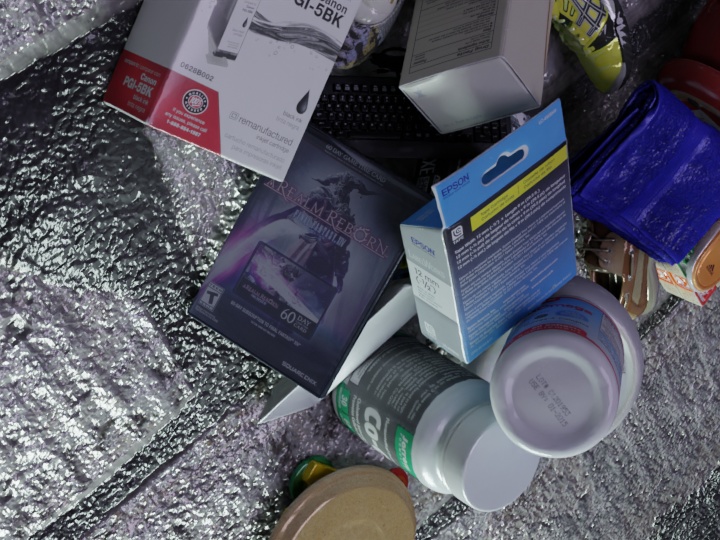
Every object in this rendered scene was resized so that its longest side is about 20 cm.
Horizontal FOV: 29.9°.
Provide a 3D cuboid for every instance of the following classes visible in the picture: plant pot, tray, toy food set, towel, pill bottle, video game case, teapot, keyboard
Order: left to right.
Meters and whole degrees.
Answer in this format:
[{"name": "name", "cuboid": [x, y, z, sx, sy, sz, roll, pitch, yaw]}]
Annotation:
[{"name": "video game case", "cuboid": [-0.044, -0.011, 1.160, 0.201, 0.142, 0.019, -61, 171, 13]}, {"name": "toy food set", "cuboid": [-0.021, 0.283, 1.366, 0.200, 0.049, 0.199, 30, 88, -41]}, {"name": "tray", "cuboid": [-0.009, 0.066, 1.233, 0.200, 0.022, 0.107, -44, 163, 24]}, {"name": "keyboard", "cuboid": [0.040, -0.152, 1.188, 0.199, 0.040, 0.105, 0, 74, -16]}, {"name": "pill bottle", "cuboid": [0.071, 0.141, 1.278, 0.113, 0.200, 0.114, -14, 116, -32]}, {"name": "teapot", "cuboid": [0.189, 0.078, 1.389, 0.197, 0.146, 0.200, 32, 105, -14]}, {"name": "pill bottle", "cuboid": [0.179, 0.084, 1.199, 0.200, 0.108, 0.109, -44, 147, -73]}, {"name": "towel", "cuboid": [0.297, -0.088, 1.339, 0.199, 0.050, 0.148, 26, 115, -41]}, {"name": "plant pot", "cuboid": [0.429, -0.206, 1.415, 0.183, 0.200, 0.200, -49, 130, -7]}]

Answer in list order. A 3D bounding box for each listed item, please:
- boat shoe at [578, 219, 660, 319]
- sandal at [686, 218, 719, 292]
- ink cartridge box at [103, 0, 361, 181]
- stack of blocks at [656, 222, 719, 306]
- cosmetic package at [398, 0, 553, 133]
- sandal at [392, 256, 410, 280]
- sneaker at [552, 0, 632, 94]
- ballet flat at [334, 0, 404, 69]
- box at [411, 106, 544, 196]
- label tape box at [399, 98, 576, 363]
[{"name": "boat shoe", "cuboid": [0.275, -0.025, 1.454, 0.072, 0.076, 0.201, -30, 122, -22]}, {"name": "sandal", "cuboid": [0.445, -0.052, 1.503, 0.207, 0.059, 0.079, -52, 130, -8]}, {"name": "ink cartridge box", "cuboid": [-0.095, -0.194, 1.091, 0.146, 0.083, 0.201, 20, 95, -40]}, {"name": "stack of blocks", "cuboid": [0.408, -0.075, 1.544, 0.200, 0.058, 0.115, -50, 130, -10]}, {"name": "cosmetic package", "cuboid": [0.106, -0.226, 1.161, 0.073, 0.103, 0.201, 42, 49, -42]}, {"name": "sandal", "cuboid": [0.000, 0.000, 1.262, 0.200, 0.080, 0.087, -32, 162, -32]}, {"name": "sneaker", "cuboid": [0.203, -0.258, 1.311, 0.076, 0.075, 0.201, -32, 115, -14]}, {"name": "ballet flat", "cuboid": [0.022, -0.267, 1.152, 0.072, 0.072, 0.201, 35, 81, -41]}, {"name": "box", "cuboid": [0.118, -0.081, 1.276, 0.157, 0.050, 0.201, 33, 63, -41]}, {"name": "label tape box", "cuboid": [0.108, -0.040, 1.137, 0.143, 0.066, 0.201, -36, 136, -23]}]
